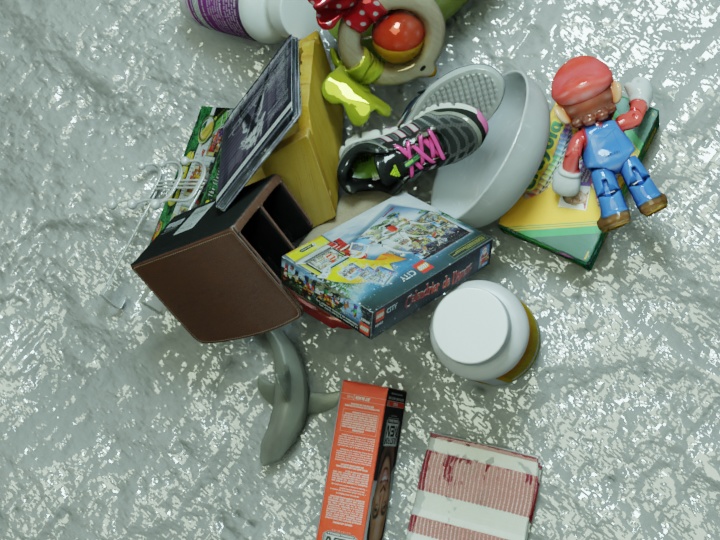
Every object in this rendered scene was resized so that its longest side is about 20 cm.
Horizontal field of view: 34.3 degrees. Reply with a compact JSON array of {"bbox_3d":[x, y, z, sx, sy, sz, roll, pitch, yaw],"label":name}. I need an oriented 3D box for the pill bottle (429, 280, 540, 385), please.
[{"bbox_3d":[0.140,0.071,1.323,0.110,0.200,0.112,-2,82,14],"label":"pill bottle"}]

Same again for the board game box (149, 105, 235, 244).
[{"bbox_3d":[-0.213,-0.116,1.520,0.105,0.023,0.201,14,83,58],"label":"board game box"}]

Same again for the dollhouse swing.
[{"bbox_3d":[-0.119,-0.156,1.422,0.175,0.182,0.201,-8,46,12],"label":"dollhouse swing"}]

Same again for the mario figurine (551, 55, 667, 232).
[{"bbox_3d":[0.280,-0.150,1.338,0.123,0.106,0.201,-17,84,-31],"label":"mario figurine"}]

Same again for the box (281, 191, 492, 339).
[{"bbox_3d":[0.030,-0.011,1.283,0.136,0.200,0.038,31,134,33],"label":"box"}]

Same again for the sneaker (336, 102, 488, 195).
[{"bbox_3d":[0.054,-0.133,1.358,0.199,0.088,0.074,-12,121,27],"label":"sneaker"}]

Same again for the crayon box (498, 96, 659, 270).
[{"bbox_3d":[0.261,-0.116,1.395,0.118,0.058,0.201,25,89,18],"label":"crayon box"}]

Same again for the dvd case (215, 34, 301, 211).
[{"bbox_3d":[-0.116,-0.174,1.346,0.016,0.200,0.149,31,117,-22],"label":"dvd case"}]

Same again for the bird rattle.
[{"bbox_3d":[0.018,-0.283,1.375,0.162,0.201,0.113,-8,33,-9],"label":"bird rattle"}]

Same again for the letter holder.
[{"bbox_3d":[-0.143,-0.005,1.362,0.199,0.101,0.142,-17,119,44],"label":"letter holder"}]

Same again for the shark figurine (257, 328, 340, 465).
[{"bbox_3d":[-0.106,0.119,1.448,0.128,0.089,0.215,-23,77,10],"label":"shark figurine"}]

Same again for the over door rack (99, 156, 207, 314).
[{"bbox_3d":[-0.277,-0.050,1.493,0.147,0.066,0.201,4,76,56],"label":"over door rack"}]

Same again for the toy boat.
[{"bbox_3d":[0.000,0.000,1.420,0.130,0.131,0.200,30,58,18],"label":"toy boat"}]

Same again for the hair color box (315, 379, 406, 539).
[{"bbox_3d":[0.002,0.236,1.389,0.061,0.101,0.201,8,84,17],"label":"hair color box"}]

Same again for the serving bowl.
[{"bbox_3d":[0.163,-0.132,1.377,0.066,0.200,0.201,27,89,-17],"label":"serving bowl"}]

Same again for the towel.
[{"bbox_3d":[0.128,0.305,1.385,0.143,0.023,0.201,11,82,19],"label":"towel"}]

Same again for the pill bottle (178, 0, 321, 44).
[{"bbox_3d":[-0.134,-0.350,1.486,0.200,0.112,0.113,24,88,41],"label":"pill bottle"}]

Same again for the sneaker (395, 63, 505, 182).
[{"bbox_3d":[0.100,-0.192,1.405,0.078,0.080,0.200,41,130,-13],"label":"sneaker"}]

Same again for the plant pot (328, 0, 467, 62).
[{"bbox_3d":[0.049,-0.359,1.445,0.187,0.187,0.200,43,110,18],"label":"plant pot"}]
